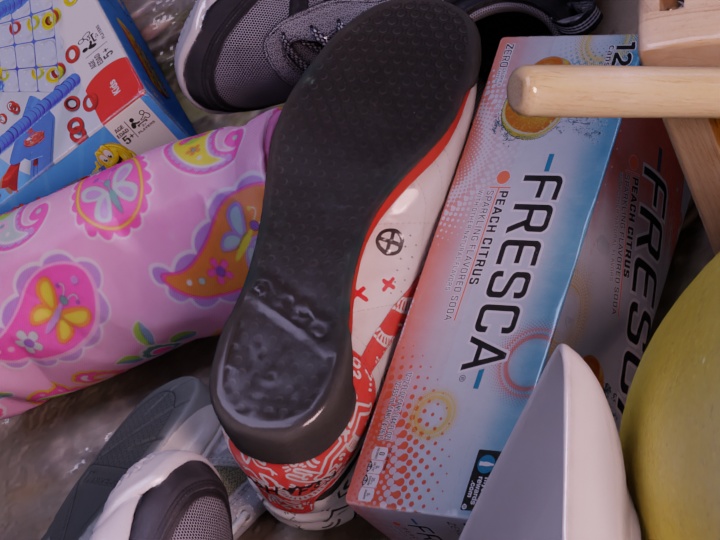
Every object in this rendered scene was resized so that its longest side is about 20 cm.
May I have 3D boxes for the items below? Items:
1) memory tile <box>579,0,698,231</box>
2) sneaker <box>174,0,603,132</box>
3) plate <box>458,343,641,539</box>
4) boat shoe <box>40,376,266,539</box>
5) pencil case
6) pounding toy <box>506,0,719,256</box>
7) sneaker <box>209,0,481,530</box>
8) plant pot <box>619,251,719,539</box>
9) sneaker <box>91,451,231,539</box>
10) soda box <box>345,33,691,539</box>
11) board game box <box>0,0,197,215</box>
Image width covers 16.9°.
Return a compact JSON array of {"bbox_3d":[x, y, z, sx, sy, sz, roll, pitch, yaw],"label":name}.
[{"bbox_3d":[0.067,-0.068,1.016,0.153,0.017,0.200,-24,45,21],"label":"memory tile"},{"bbox_3d":[0.009,-0.097,1.015,0.200,0.075,0.114,-24,42,18],"label":"sneaker"},{"bbox_3d":[0.052,0.152,0.724,0.032,0.200,0.200,5,60,-7],"label":"plate"},{"bbox_3d":[-0.104,0.137,0.939,0.202,0.065,0.074,-56,21,-15],"label":"boat shoe"},{"bbox_3d":[-0.099,0.000,1.040,0.200,0.087,0.087,-22,44,23],"label":"pencil case"},{"bbox_3d":[0.162,-0.069,0.770,0.184,0.200,0.142,-6,59,18],"label":"pounding toy"},{"bbox_3d":[-0.001,0.000,0.932,0.067,0.108,0.201,11,62,16],"label":"sneaker"},{"bbox_3d":[0.156,0.058,0.727,0.200,0.200,0.142,-57,20,-17],"label":"plant pot"},{"bbox_3d":[-0.039,0.156,0.843,0.114,0.075,0.200,-10,64,28],"label":"sneaker"},{"bbox_3d":[0.065,0.011,0.896,0.068,0.064,0.200,3,65,37],"label":"soda box"},{"bbox_3d":[-0.191,-0.061,1.184,0.196,0.056,0.200,-38,41,5],"label":"board game box"}]
